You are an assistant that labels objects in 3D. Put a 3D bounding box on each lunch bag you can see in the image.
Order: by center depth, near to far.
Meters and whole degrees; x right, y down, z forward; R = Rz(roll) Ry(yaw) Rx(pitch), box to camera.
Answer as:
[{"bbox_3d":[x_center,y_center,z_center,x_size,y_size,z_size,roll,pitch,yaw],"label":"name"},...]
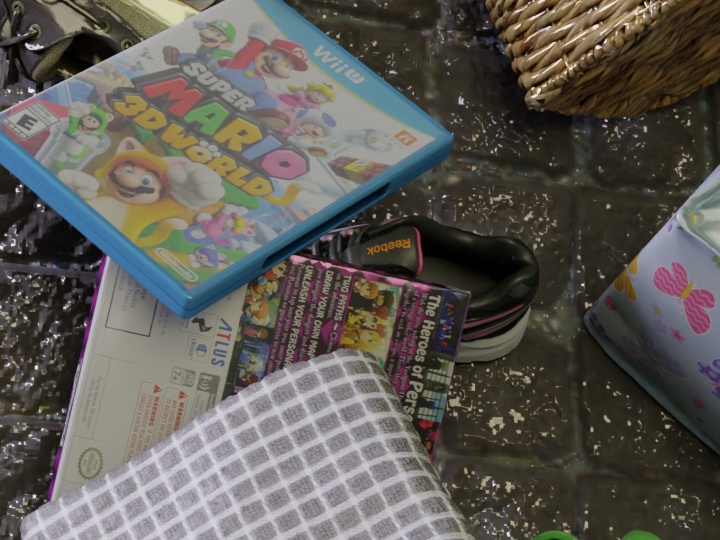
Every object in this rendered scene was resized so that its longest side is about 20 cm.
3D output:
[{"bbox_3d":[0.235,0.039,1.202,0.200,0.170,0.127,42,67,4],"label":"lunch bag"}]

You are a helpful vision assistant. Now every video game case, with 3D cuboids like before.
[{"bbox_3d":[-0.055,0.086,1.138,0.181,0.036,0.200,12,90,-9],"label":"video game case"},{"bbox_3d":[-0.067,-0.065,1.149,0.143,0.018,0.200,39,46,20],"label":"video game case"}]

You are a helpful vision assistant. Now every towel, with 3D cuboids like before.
[{"bbox_3d":[-0.048,0.142,1.040,0.200,0.086,0.166,-28,50,-3],"label":"towel"}]

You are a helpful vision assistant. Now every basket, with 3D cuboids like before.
[{"bbox_3d":[0.169,-0.192,1.262,0.143,0.200,0.149,-1,63,-47],"label":"basket"}]

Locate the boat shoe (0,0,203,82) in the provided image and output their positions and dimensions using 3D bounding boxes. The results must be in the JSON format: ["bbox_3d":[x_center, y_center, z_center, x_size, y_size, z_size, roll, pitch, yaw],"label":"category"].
[{"bbox_3d":[-0.158,-0.130,1.222,0.200,0.073,0.065,22,62,-7],"label":"boat shoe"}]

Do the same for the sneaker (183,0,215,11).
[{"bbox_3d":[-0.158,-0.209,1.231,0.200,0.116,0.078,14,65,-9],"label":"sneaker"}]

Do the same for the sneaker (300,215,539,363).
[{"bbox_3d":[0.000,0.000,1.202,0.200,0.086,0.080,-3,67,-16],"label":"sneaker"}]

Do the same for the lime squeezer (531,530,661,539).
[{"bbox_3d":[0.112,0.144,1.179,0.200,0.071,0.038,0,108,-14],"label":"lime squeezer"}]
